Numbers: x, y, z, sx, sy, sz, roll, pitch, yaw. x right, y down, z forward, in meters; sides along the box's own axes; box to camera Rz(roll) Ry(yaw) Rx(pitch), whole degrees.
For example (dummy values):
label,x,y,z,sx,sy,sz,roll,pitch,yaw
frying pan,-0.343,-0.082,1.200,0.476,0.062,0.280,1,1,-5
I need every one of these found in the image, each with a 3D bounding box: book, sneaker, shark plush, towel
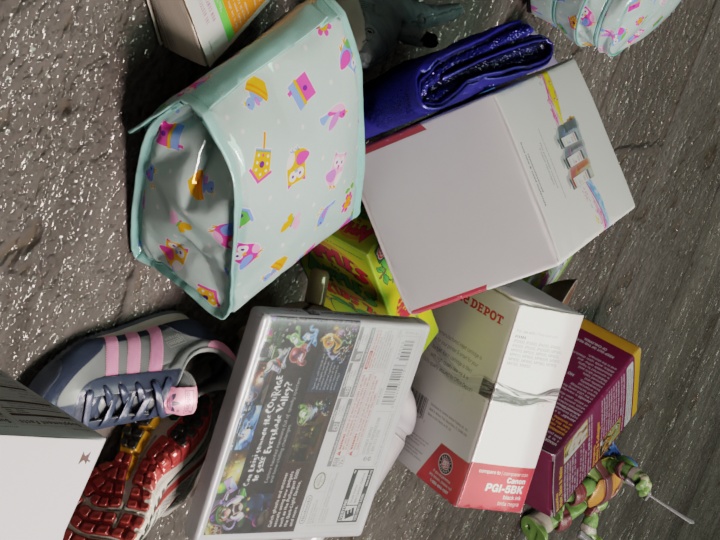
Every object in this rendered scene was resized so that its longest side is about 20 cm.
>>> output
label,x,y,z,sx,sy,sz,roll,pitch,yaw
book,-0.077,-0.260,1.239,0.200,0.048,0.134,-49,148,-26
sneaker,-0.181,0.187,1.433,0.200,0.078,0.082,-50,152,-23
sneaker,-0.171,0.087,1.350,0.199,0.082,0.071,-28,138,-48
shark plush,0.024,-0.189,1.432,0.200,0.083,0.092,-3,113,-61
towel,0.041,-0.146,1.406,0.147,0.199,0.050,-24,94,-34

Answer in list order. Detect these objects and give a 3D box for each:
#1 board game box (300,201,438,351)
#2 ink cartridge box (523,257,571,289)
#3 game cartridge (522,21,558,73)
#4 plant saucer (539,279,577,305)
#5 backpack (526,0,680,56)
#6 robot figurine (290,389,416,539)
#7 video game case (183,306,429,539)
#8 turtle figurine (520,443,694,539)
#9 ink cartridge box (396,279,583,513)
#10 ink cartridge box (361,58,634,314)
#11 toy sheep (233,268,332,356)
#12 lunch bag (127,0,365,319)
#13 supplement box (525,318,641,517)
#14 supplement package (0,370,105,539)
label,x,y,z,sx,sy,sz,roll,pitch,yaw
board game box,0.000,0.000,1.550,0.048,0.101,0.200,-51,151,-17
ink cartridge box,0.151,-0.017,1.795,0.148,0.075,0.200,-56,163,-14
game cartridge,0.132,-0.125,1.691,0.201,0.038,0.130,-55,131,-15
plant saucer,0.162,0.092,1.786,0.201,0.032,0.200,-61,172,-14
backpack,0.253,-0.298,1.694,0.200,0.126,0.168,-35,146,-37
robot figurine,-0.022,0.159,1.646,0.201,0.113,0.170,-58,-166,-7
video game case,-0.042,0.128,1.443,0.181,0.023,0.201,5,110,-42
turtle figurine,0.326,0.327,2.354,0.193,0.144,0.202,-13,85,-34
ink cartridge box,0.114,0.106,1.657,0.082,0.147,0.202,10,103,-31
ink cartridge box,0.113,-0.073,1.455,0.200,0.145,0.146,-28,96,-61
toy sheep,-0.056,0.097,1.517,0.138,0.137,0.202,3,106,-61
lunch bag,-0.080,-0.094,1.304,0.170,0.122,0.201,-40,152,-35
supplement box,0.248,0.176,2.148,0.200,0.103,0.132,-46,149,-31
supplement package,-0.291,0.118,1.037,0.150,0.199,0.153,15,102,-63
